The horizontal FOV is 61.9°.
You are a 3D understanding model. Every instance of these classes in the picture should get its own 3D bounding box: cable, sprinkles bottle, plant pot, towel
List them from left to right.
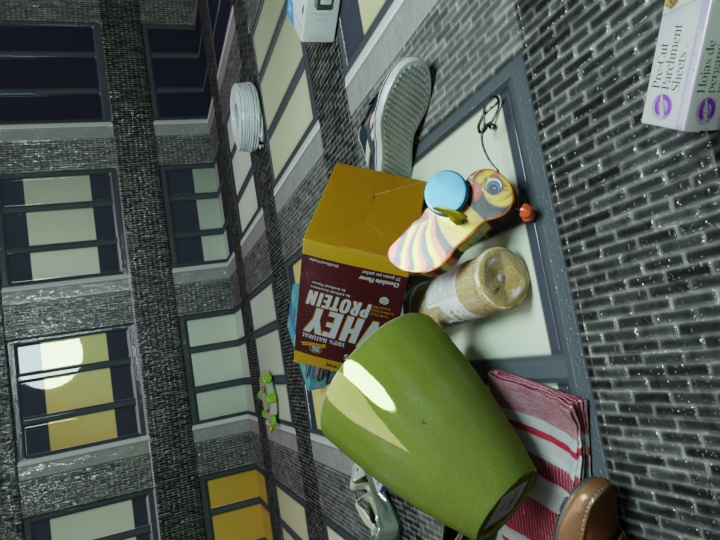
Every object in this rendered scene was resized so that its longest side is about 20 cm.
[{"bbox_3d":[-0.342,-0.452,1.784,0.199,0.068,0.204,-172,76,-69],"label":"cable"},{"bbox_3d":[0.087,0.181,0.655,0.199,0.185,0.190,39,135,36],"label":"plant pot"},{"bbox_3d":[0.117,0.030,0.715,0.200,0.067,0.070,143,118,-67],"label":"sprinkles bottle"},{"bbox_3d":[0.187,0.219,0.642,0.144,0.022,0.204,-173,77,-66],"label":"towel"}]

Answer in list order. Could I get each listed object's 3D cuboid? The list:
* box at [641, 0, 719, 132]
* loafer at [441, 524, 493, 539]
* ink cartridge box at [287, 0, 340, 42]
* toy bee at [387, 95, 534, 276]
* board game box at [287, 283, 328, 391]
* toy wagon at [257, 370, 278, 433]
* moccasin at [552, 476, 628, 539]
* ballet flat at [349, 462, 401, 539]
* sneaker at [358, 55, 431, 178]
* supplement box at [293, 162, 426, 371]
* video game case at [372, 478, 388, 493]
[{"bbox_3d":[0.229,-0.195,0.387,0.041,0.038,0.204,-134,41,-59],"label":"box"},{"bbox_3d":[0.136,0.264,0.746,0.072,0.062,0.204,-147,53,-61],"label":"loafer"},{"bbox_3d":[-0.077,-0.525,1.057,0.202,0.067,0.117,105,150,-44],"label":"ink cartridge box"},{"bbox_3d":[0.119,-0.065,0.625,0.108,0.130,0.202,38,119,25],"label":"toy bee"},{"bbox_3d":[-0.121,0.154,1.421,0.153,0.046,0.202,104,151,-43],"label":"board game box"},{"bbox_3d":[-0.308,0.445,2.023,0.156,0.039,0.203,114,143,-55],"label":"toy wagon"},{"bbox_3d":[0.215,0.283,0.532,0.077,0.073,0.206,9,102,57],"label":"moccasin"},{"bbox_3d":[0.014,0.408,1.118,0.201,0.062,0.068,-118,29,-45],"label":"ballet flat"},{"bbox_3d":[0.039,-0.210,0.832,0.080,0.077,0.202,58,150,37],"label":"sneaker"},{"bbox_3d":[0.000,0.000,0.819,0.199,0.130,0.203,-74,-5,-52],"label":"supplement box"},{"bbox_3d":[0.039,0.247,1.026,0.202,0.045,0.183,106,148,-46],"label":"video game case"}]
